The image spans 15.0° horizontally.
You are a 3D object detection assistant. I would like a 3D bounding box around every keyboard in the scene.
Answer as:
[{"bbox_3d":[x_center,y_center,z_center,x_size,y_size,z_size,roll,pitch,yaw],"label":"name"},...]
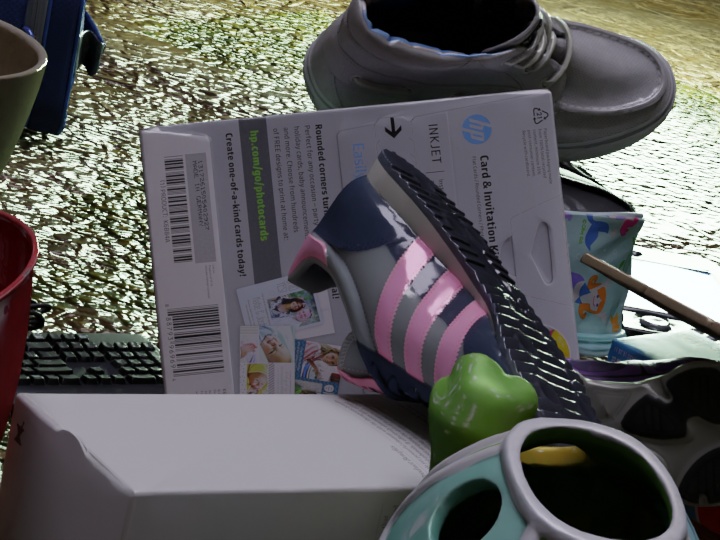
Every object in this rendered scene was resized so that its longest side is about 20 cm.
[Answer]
[{"bbox_3d":[-0.193,0.039,1.378,0.199,0.021,0.127,2,19,-35],"label":"keyboard"}]

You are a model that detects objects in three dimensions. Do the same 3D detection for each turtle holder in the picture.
[{"bbox_3d":[0.073,0.120,1.041,0.141,0.132,0.186,18,31,5],"label":"turtle holder"}]

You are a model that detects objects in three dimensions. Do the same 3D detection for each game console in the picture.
[{"bbox_3d":[0.173,-0.031,1.716,0.170,0.119,0.200,10,17,-8],"label":"game console"}]

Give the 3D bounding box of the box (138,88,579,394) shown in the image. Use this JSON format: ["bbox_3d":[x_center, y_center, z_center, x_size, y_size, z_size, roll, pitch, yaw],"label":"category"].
[{"bbox_3d":[0.000,0.000,1.317,0.199,0.156,0.041,-6,-1,-2],"label":"box"}]

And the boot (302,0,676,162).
[{"bbox_3d":[0.077,-0.104,1.359,0.199,0.074,0.096,-1,-18,-18],"label":"boot"}]

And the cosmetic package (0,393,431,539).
[{"bbox_3d":[-0.042,0.105,1.149,0.199,0.085,0.108,1,20,-33],"label":"cosmetic package"}]

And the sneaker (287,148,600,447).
[{"bbox_3d":[0.037,0.040,1.188,0.070,0.082,0.200,32,20,-48],"label":"sneaker"}]

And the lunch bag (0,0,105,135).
[{"bbox_3d":[-0.241,-0.173,1.852,0.132,0.136,0.200,8,17,-14],"label":"lunch bag"}]

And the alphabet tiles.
[{"bbox_3d":[0.207,0.052,1.231,0.200,0.008,0.167,28,1,25],"label":"alphabet tiles"}]

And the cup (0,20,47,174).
[{"bbox_3d":[-0.275,-0.063,1.438,0.200,0.144,0.200,12,15,-3],"label":"cup"}]

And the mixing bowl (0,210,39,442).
[{"bbox_3d":[-0.220,0.054,1.101,0.199,0.109,0.200,-6,21,2],"label":"mixing bowl"}]

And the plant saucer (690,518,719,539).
[{"bbox_3d":[0.101,0.121,1.302,0.200,0.032,0.200,11,16,-3],"label":"plant saucer"}]

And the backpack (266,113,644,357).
[{"bbox_3d":[0.045,0.000,1.435,0.199,0.151,0.178,3,4,-14],"label":"backpack"}]

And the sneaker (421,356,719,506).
[{"bbox_3d":[0.108,0.073,1.242,0.199,0.081,0.083,2,5,14],"label":"sneaker"}]

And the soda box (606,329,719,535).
[{"bbox_3d":[0.202,0.097,1.285,0.200,0.064,0.068,29,21,39],"label":"soda box"}]
